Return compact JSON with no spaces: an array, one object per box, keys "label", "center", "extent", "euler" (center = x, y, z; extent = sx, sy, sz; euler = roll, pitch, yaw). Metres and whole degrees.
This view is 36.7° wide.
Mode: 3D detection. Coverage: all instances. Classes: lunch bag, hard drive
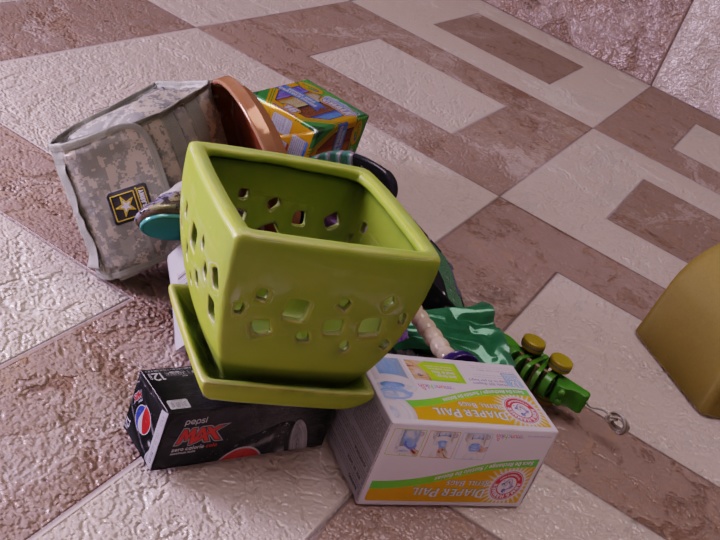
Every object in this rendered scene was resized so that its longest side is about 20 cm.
[{"label":"lunch bag","center":[-0.239,-0.102,1.207],"extent":[0.116,0.166,0.200],"euler":[7,33,38]},{"label":"hard drive","center":[0.059,-0.026,1.379],"extent":[0.200,0.038,0.141],"euler":[46,19,-29]}]

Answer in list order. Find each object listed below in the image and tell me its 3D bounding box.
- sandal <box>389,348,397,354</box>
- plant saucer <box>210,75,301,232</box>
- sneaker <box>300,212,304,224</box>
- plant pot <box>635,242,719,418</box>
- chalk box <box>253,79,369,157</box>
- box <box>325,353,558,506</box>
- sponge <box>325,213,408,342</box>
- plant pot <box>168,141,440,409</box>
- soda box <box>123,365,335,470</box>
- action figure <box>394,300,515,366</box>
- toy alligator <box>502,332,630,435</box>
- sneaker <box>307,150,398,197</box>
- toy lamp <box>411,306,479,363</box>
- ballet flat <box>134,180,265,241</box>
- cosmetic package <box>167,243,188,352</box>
[{"label":"sandal","center":[0.004,0.066,1.155],"extent":[0.076,0.043,0.201],"euler":[-39,97,-40]},{"label":"plant saucer","center":[-0.116,-0.124,1.228],"extent":[0.032,0.202,0.201],"euler":[-24,45,-17]},{"label":"sneaker","center":[-0.036,-0.056,1.390],"extent":[0.102,0.061,0.200],"euler":[2,4,14]},{"label":"plant pot","center":[0.543,0.071,1.508],"extent":[0.193,0.202,0.195],"euler":[10,29,-25]},{"label":"chalk box","center":[-0.078,-0.194,1.591],"extent":[0.123,0.126,0.199],"euler":[32,29,19]},{"label":"box","center":[0.080,0.161,1.091],"extent":[0.197,0.103,0.113],"euler":[7,30,-28]},{"label":"sponge","center":[0.000,0.000,1.256],"extent":[0.029,0.113,0.200],"euler":[-16,22,-18]},{"label":"plant pot","center":[-0.069,0.012,0.998],"extent":[0.197,0.184,0.200],"euler":[8,26,-25]},{"label":"soda box","center":[-0.118,0.132,1.024],"extent":[0.198,0.072,0.063],"euler":[-1,34,-40]},{"label":"action figure","center":[0.075,0.080,1.290],"extent":[0.197,0.055,0.119],"euler":[3,33,-21]},{"label":"toy alligator","center":[0.230,0.137,1.298],"extent":[0.199,0.060,0.054],"euler":[37,30,26]},{"label":"sneaker","center":[-0.031,-0.112,1.306],"extent":[0.197,0.076,0.087],"euler":[8,15,30]},{"label":"toy lamp","center":[0.070,0.056,1.224],"extent":[0.057,0.059,0.201],"euler":[6,30,-30]},{"label":"ballet flat","center":[-0.173,-0.060,1.165],"extent":[0.072,0.073,0.199],"euler":[40,12,31]},{"label":"cosmetic package","center":[-0.100,0.025,1.175],"extent":[0.197,0.081,0.115],"euler":[5,67,-36]}]
